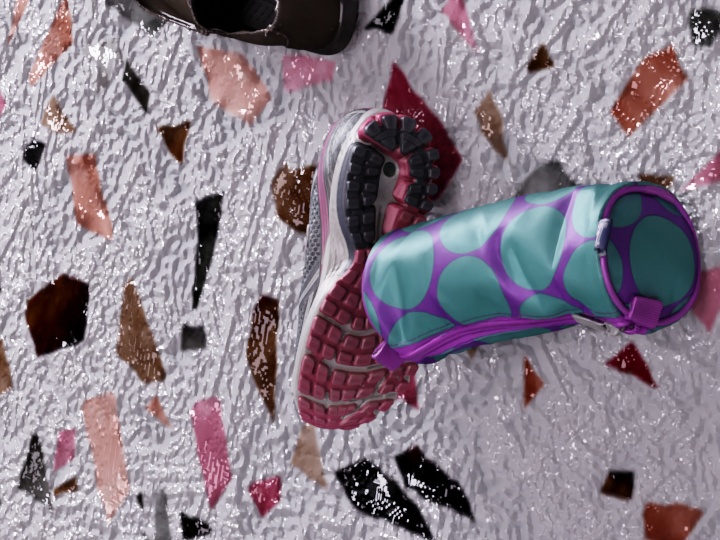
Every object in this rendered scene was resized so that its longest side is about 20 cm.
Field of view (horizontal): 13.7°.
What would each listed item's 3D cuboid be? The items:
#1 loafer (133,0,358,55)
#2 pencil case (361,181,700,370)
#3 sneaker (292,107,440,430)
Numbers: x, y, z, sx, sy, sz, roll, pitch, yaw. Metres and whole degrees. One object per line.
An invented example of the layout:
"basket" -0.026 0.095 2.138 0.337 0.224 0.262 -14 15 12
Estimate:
"loafer" -0.089 -0.187 1.929 0.200 0.071 0.073 15 99 44
"pencil case" 0.095 0.004 1.731 0.200 0.085 0.093 -11 55 44
"sneaker" 0.000 0.000 1.840 0.075 0.080 0.200 20 99 65
